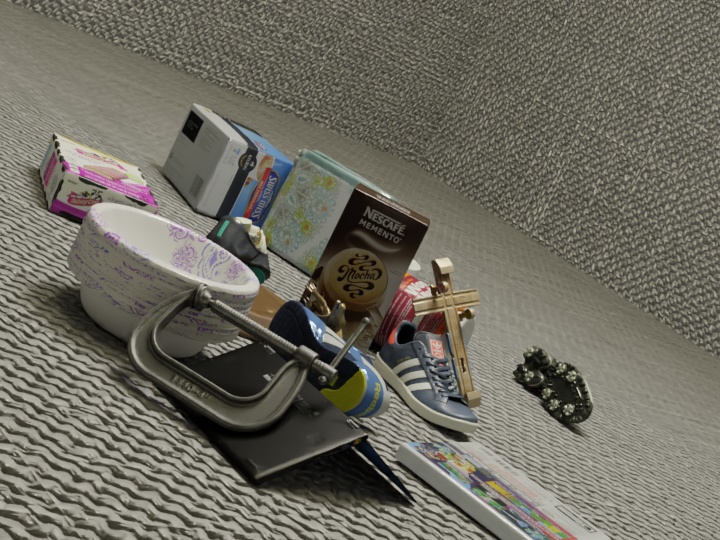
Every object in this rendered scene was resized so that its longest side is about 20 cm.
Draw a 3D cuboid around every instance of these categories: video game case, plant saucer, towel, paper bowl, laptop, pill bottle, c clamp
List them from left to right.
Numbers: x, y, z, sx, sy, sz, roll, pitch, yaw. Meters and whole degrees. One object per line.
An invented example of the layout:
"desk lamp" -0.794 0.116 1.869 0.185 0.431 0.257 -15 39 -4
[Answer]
"paper bowl" -0.215 0.018 1.443 0.199 0.105 0.201 27 10 -5
"plant saucer" -0.162 0.034 1.712 0.198 0.030 0.200 26 11 -6
"c clamp" -0.115 0.074 1.309 0.198 0.172 0.027 25 -35 12
"laptop" -0.072 0.167 1.342 0.198 0.117 0.187 -17 36 -33
"towel" -0.053 -0.079 2.133 0.199 0.173 0.048 32 10 29
"pill bottle" 0.052 0.059 1.899 0.199 0.110 0.109 31 11 18
"video game case" 0.156 0.249 1.484 0.199 0.023 0.182 35 13 31

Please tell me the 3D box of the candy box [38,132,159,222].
"candy box" -0.356 -0.112 1.841 0.135 0.062 0.200 22 11 -24

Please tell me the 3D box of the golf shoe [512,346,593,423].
"golf shoe" 0.314 0.179 2.079 0.088 0.078 0.200 30 9 -26

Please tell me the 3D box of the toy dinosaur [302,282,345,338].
"toy dinosaur" -0.041 0.079 1.671 0.101 0.058 0.200 50 -9 24

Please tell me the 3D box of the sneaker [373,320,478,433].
"sneaker" 0.090 0.129 1.723 0.074 0.085 0.200 17 14 -41

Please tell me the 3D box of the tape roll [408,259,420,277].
"tape roll" -0.003 -0.018 2.242 0.201 0.071 0.203 27 11 -5

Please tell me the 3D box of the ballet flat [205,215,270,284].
"ballet flat" -0.153 -0.031 1.801 0.073 0.074 0.200 29 -5 14

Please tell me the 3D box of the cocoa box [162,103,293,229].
"cocoa box" -0.220 -0.169 2.254 0.130 0.134 0.200 21 12 -32

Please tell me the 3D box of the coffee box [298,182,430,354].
"coffee box" 0.000 0.000 1.799 0.112 0.202 0.080 26 10 0

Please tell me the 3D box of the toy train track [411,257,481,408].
"toy train track" 0.131 0.082 1.804 0.114 0.203 0.032 -9 -5 -36

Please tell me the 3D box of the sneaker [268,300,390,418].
"sneaker" -0.038 0.107 1.561 0.082 0.074 0.200 25 14 -44
